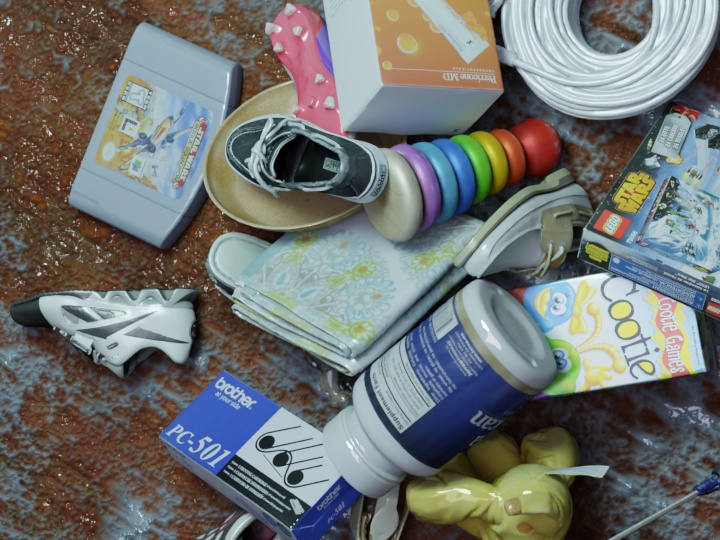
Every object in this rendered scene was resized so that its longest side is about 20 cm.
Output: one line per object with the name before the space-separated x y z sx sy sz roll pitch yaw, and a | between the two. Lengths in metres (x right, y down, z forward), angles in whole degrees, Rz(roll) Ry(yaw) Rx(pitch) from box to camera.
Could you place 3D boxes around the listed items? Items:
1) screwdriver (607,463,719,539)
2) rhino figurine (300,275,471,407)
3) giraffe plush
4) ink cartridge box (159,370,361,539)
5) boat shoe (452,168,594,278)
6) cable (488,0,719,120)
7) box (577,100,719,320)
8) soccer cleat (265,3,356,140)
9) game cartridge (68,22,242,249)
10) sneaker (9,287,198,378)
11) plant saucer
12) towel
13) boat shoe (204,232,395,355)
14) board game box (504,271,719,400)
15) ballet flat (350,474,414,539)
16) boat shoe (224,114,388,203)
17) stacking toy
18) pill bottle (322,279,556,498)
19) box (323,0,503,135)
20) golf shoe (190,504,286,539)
screwdriver | 0.283 0.200 1.622 0.199 0.028 0.029 -20 74 -18
rhino figurine | 0.029 0.038 1.719 0.199 0.060 0.088 -35 92 -14
giraffe plush | 0.150 0.246 1.651 0.199 0.172 0.163 5 113 48
ink cartridge box | -0.092 0.176 1.727 0.200 0.044 0.094 28 65 41
boat shoe | 0.156 -0.032 1.633 0.068 0.200 0.075 48 129 8
cable | 0.229 -0.234 1.674 0.200 0.069 0.200 40 97 19
box | 0.292 -0.056 1.603 0.136 0.200 0.040 25 139 16
soccer cleat | -0.032 -0.166 1.726 0.067 0.076 0.201 -38 55 30
game cartridge | -0.199 -0.131 1.833 0.133 0.041 0.201 25 96 21
sneaker | -0.259 0.062 1.826 0.199 0.074 0.089 -1 87 18
plant saucer | -0.049 -0.103 1.740 0.199 0.036 0.201 -9 48 10
towel | 0.000 0.000 1.683 0.171 0.048 0.200 26 58 38
boat shoe | -0.056 0.025 1.768 0.199 0.060 0.076 31 74 -2
board game box | 0.212 0.056 1.660 0.199 0.103 0.106 -11 86 17
ballet flat | 0.036 0.184 1.706 0.067 0.062 0.201 9 115 -5
boat shoe | -0.066 -0.100 1.642 0.199 0.068 0.074 23 100 44
stacking toy | 0.102 -0.092 1.668 0.199 0.085 0.086 -18 81 -28
pill bottle | 0.064 0.109 1.600 0.200 0.111 0.111 -41 77 21
box | 0.042 -0.234 1.673 0.124 0.097 0.201 0 69 -24
golf shoe | -0.131 0.281 1.768 0.077 0.088 0.200 38 102 -2
